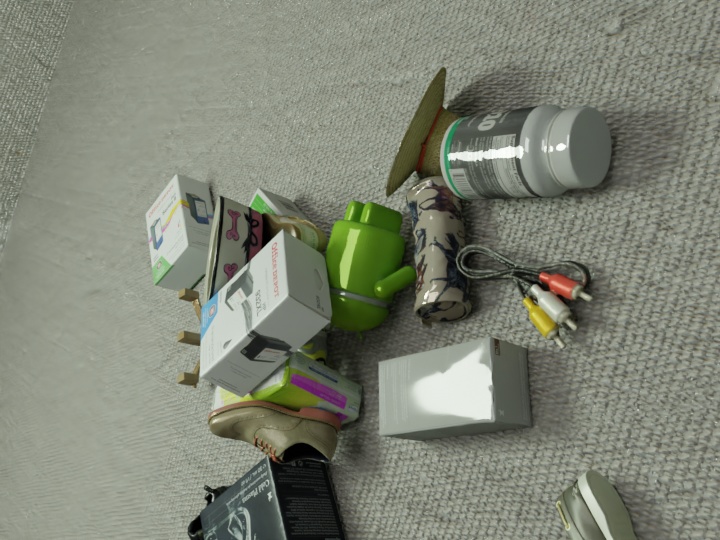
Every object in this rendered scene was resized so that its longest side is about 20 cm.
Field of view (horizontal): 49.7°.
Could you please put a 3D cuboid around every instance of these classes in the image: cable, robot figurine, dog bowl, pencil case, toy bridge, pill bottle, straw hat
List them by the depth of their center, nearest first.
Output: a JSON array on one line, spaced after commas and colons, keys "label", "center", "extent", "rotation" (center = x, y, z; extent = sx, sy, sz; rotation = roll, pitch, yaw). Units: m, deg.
[{"label": "cable", "center": [0.203, 0.006, 0.970], "extent": [0.199, 0.050, 0.098], "rotation": [37, 105, 33]}, {"label": "pill bottle", "center": [0.208, -0.149, 0.992], "extent": [0.199, 0.112, 0.114], "rotation": [3, 80, 48]}, {"label": "pencil case", "center": [0.107, -0.025, 1.091], "extent": [0.089, 0.077, 0.202], "rotation": [-37, 50, 56]}, {"label": "straw hat", "center": [0.116, -0.181, 1.121], "extent": [0.084, 0.201, 0.203], "rotation": [25, 98, 7]}, {"label": "robot figurine", "center": [0.000, 0.000, 1.173], "extent": [0.175, 0.115, 0.202], "rotation": [10, 85, 51]}, {"label": "dog bowl", "center": [-0.210, -0.018, 1.275], "extent": [0.200, 0.073, 0.203], "rotation": [-173, 90, -75]}, {"label": "toy bridge", "center": [-0.326, 0.136, 1.532], "extent": [0.027, 0.067, 0.202], "rotation": [-30, 55, 38]}]

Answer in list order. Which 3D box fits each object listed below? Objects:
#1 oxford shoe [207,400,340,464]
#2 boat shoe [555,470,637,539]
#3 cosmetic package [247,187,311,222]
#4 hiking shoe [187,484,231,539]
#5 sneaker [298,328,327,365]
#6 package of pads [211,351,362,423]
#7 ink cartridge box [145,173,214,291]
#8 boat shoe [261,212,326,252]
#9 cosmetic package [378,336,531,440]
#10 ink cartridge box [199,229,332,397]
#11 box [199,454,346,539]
[{"label": "oxford shoe", "center": [-0.130, 0.240, 1.133], "extent": [0.198, 0.071, 0.075], "rotation": [1, 48, 6]}, {"label": "boat shoe", "center": [0.264, 0.312, 0.806], "extent": [0.060, 0.072, 0.203], "rotation": [-46, 41, 30]}, {"label": "cosmetic package", "center": [-0.179, -0.031, 1.410], "extent": [0.108, 0.084, 0.201], "rotation": [43, 109, 43]}, {"label": "hiking shoe", "center": [-0.256, 0.461, 1.316], "extent": [0.075, 0.100, 0.202], "rotation": [3, 79, 49]}, {"label": "sneaker", "center": [-0.132, 0.160, 1.300], "extent": [0.199, 0.075, 0.077], "rotation": [-35, 52, 37]}, {"label": "package of pads", "center": [-0.119, 0.197, 1.205], "extent": [0.199, 0.154, 0.069], "rotation": [-26, 44, 41]}, {"label": "ink cartridge box", "center": [-0.379, -0.079, 1.651], "extent": [0.145, 0.087, 0.201], "rotation": [-41, 48, 32]}, {"label": "boat shoe", "center": [-0.115, -0.051, 1.252], "extent": [0.200, 0.066, 0.075], "rotation": [25, 109, 62]}, {"label": "cosmetic package", "center": [0.118, 0.159, 1.012], "extent": [0.199, 0.090, 0.108], "rotation": [-15, 66, 42]}, {"label": "ink cartridge box", "center": [-0.142, 0.063, 1.128], "extent": [0.200, 0.083, 0.146], "rotation": [-41, 35, 24]}, {"label": "box", "center": [-0.129, 0.416, 1.175], "extent": [0.200, 0.123, 0.198], "rotation": [-44, 50, 30]}]
